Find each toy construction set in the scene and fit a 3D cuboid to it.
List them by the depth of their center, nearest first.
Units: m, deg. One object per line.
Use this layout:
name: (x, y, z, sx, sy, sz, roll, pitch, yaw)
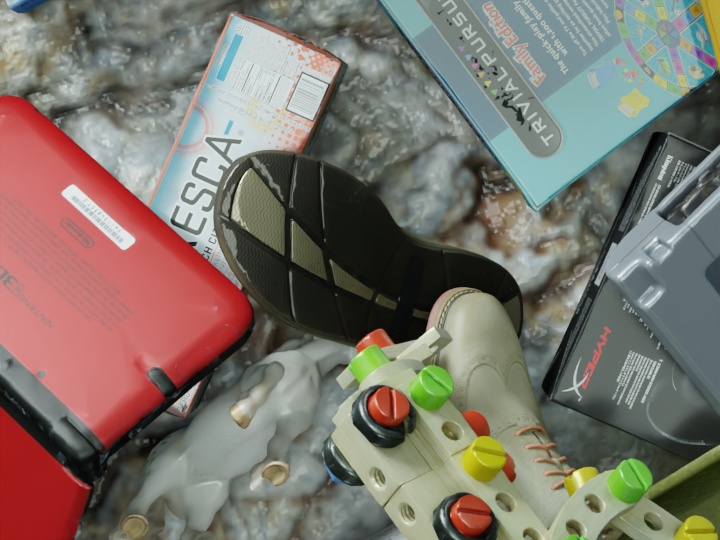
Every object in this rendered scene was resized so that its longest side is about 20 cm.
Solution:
toy construction set: (0.057, 0.092, 1.293, 0.200, 0.131, 0.092, 42, 133, 27)

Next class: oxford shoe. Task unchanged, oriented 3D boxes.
oxford shoe: (0.085, 0.101, 1.380, 0.071, 0.074, 0.200, -10, 84, -43)

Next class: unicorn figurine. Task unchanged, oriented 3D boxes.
unicorn figurine: (-0.051, 0.081, 1.412, 0.200, 0.137, 0.074, -25, 103, 16)

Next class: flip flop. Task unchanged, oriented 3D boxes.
flip flop: (0.000, 0.000, 1.401, 0.200, 0.058, 0.081, 22, 84, -39)

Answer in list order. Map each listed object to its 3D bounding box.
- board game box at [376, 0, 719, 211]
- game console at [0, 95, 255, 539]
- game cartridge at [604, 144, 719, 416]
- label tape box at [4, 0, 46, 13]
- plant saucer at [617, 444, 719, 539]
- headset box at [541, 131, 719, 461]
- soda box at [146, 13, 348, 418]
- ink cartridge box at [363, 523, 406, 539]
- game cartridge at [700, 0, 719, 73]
board game box: (0.123, -0.150, 1.426, 0.200, 0.047, 0.151, -37, 93, 2)
game console: (-0.169, 0.042, 1.401, 0.172, 0.119, 0.200, -40, 63, -19)
game cartridge: (0.223, -0.023, 1.335, 0.200, 0.042, 0.133, -43, 124, -5)
label tape box: (-0.160, -0.251, 1.412, 0.143, 0.066, 0.200, -28, 94, 1)
plant saucer: (0.195, 0.188, 1.405, 0.200, 0.048, 0.200, 50, 134, -2)
headset box: (0.213, 0.036, 1.422, 0.200, 0.077, 0.149, 23, 93, -2)
soda box: (-0.074, -0.029, 1.423, 0.064, 0.068, 0.200, 25, 93, 1)
ink cartridge box: (-0.016, 0.202, 1.371, 0.145, 0.200, 0.084, -29, 92, 2)
game cartridge: (0.266, -0.129, 1.395, 0.200, 0.032, 0.177, -14, 88, -19)
